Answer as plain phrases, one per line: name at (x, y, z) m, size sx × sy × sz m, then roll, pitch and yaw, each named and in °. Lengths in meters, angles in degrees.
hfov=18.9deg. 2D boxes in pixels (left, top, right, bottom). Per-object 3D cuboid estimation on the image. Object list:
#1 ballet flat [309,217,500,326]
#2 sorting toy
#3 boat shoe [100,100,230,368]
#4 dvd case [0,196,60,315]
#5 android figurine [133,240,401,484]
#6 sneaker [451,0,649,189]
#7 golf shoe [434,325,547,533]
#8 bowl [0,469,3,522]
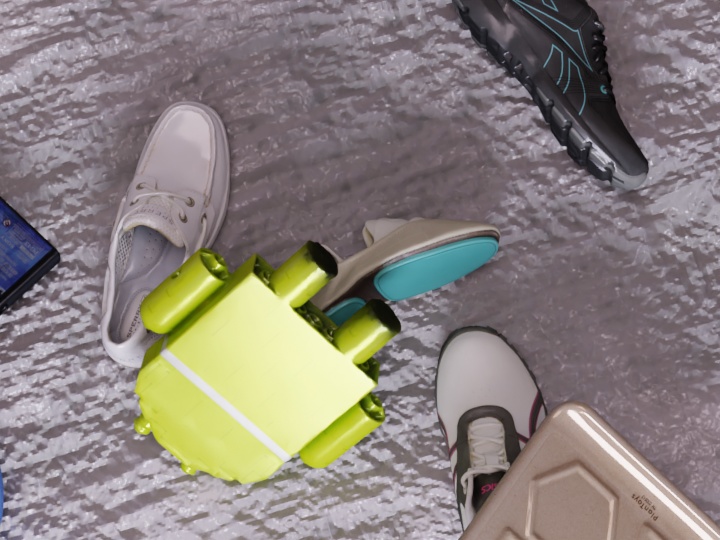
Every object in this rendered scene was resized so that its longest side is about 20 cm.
ballet flat at (0.000, 0.000, 1.533) m, size 0.200 × 0.069 × 0.070 m, roll -28°, pitch 79°, yaw 0°
sorting toy at (0.145, 0.216, 1.428) m, size 0.185 × 0.036 × 0.200 m, roll 42°, pitch 69°, yaw -8°
boat shoe at (-0.141, -0.030, 1.543) m, size 0.071 × 0.069 × 0.200 m, roll 11°, pitch 81°, yaw 8°
dvd case at (-0.334, 0.012, 1.551) m, size 0.143 × 0.018 × 0.200 m, roll 41°, pitch 74°, yaw 17°
android figurine at (-0.072, 0.070, 1.495) m, size 0.182 × 0.041 × 0.200 m, roll 41°, pitch 115°, yaw -16°
sneaker at (0.149, -0.148, 1.538) m, size 0.079 × 0.075 × 0.200 m, roll -36°, pitch 80°, yaw -5°
golf shoe at (0.096, 0.131, 1.489) m, size 0.077 × 0.088 × 0.200 m, roll -11°, pitch 78°, yaw 4°
bowl at (-0.351, 0.165, 1.541) m, size 0.200 × 0.039 × 0.201 m, roll -1°, pitch 80°, yaw 5°
